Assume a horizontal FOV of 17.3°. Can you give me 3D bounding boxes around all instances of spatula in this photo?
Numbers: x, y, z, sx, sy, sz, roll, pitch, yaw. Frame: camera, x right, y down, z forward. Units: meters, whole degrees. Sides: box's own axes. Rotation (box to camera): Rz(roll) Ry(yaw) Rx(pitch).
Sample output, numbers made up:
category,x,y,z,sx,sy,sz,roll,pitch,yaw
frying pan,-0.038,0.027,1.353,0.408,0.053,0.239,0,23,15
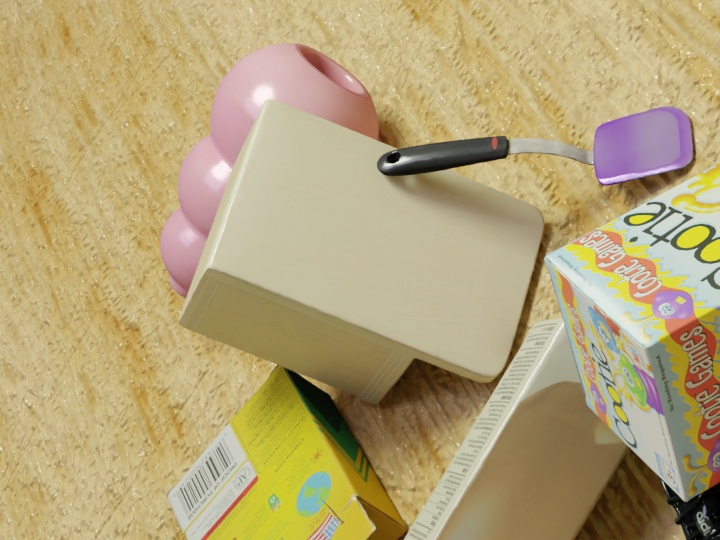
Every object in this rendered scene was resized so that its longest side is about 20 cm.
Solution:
category,x,y,z,sx,sy,sz,roll,pitch,yaw
spatula,0.108,-0.075,1.483,0.198,0.021,0.057,-3,49,7

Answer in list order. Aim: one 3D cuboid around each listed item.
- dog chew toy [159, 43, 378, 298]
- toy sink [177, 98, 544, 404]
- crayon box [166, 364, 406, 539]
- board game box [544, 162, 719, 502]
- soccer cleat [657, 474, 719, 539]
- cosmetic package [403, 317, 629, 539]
category,x,y,z,sx,sy,sz,roll,pitch,yaw
dog chew toy,-0.075,-0.063,1.708,0.201,0.124,0.125,-55,31,15
toy sink,0.000,0.000,1.531,0.112,0.199,0.131,123,166,-63
crayon box,-0.047,0.165,1.519,0.127,0.051,0.200,-49,32,10
board game box,0.211,0.009,1.192,0.199,0.105,0.103,-28,36,-11
soccer cleat,0.186,0.130,1.217,0.067,0.081,0.201,-35,37,28
cosmetic package,0.084,0.130,1.328,0.201,0.071,0.105,-58,3,-4
